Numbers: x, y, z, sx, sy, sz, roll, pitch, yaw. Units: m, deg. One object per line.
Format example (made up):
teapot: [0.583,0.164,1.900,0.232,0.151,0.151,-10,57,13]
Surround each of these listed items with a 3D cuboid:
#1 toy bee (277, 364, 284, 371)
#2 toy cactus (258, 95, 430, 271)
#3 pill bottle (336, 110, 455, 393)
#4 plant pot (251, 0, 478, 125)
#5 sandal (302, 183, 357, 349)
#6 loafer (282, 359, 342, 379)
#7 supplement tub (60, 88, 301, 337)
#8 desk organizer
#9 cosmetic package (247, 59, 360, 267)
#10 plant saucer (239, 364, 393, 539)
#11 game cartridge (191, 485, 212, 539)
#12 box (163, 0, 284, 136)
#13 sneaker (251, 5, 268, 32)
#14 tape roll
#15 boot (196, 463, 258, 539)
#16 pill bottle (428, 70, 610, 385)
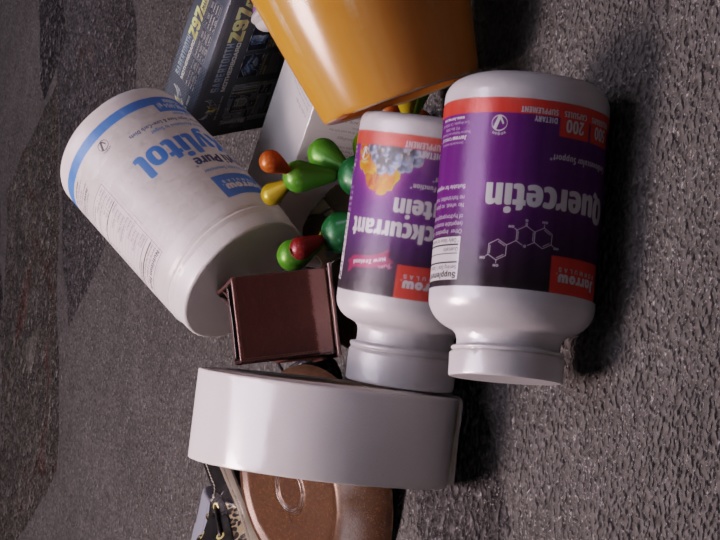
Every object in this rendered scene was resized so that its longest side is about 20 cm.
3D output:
toy bee: [-0.077,0.012,1.924,0.109,0.200,0.131,-31,12,31]
toy cactus: [0.011,-0.074,1.684,0.200,0.102,0.165,-48,51,-5]
pill bottle: [0.042,-0.013,1.568,0.111,0.111,0.201,-169,86,-70]
plant pot: [0.001,-0.215,1.587,0.200,0.200,0.184,-16,93,68]
sandal: [0.000,0.000,1.749,0.082,0.055,0.200,-44,31,12]
loafer: [-0.054,0.149,1.843,0.201,0.068,0.071,113,147,-49]
supplement tub: [-0.157,-0.053,1.825,0.200,0.132,0.132,45,130,29]
desk organizer: [-0.067,0.039,1.665,0.200,0.077,0.072,150,113,-82]
cosmetic package: [-0.036,-0.113,1.862,0.113,0.081,0.200,-108,31,-50]
plant saucer: [-0.047,0.180,1.749,0.200,0.037,0.201,16,110,52]
game cartridge: [-0.131,0.308,2.038,0.200,0.041,0.133,-135,59,-65]
box: [-0.085,-0.217,1.911,0.051,0.157,0.200,48,134,30]
sneaker: [-0.014,-0.227,1.766,0.200,0.100,0.075,-17,32,46]
tape roll: [-0.027,0.118,1.584,0.202,0.202,0.071,-179,96,-70]
boot: [-0.147,0.265,1.923,0.150,0.073,0.200,-34,47,6]
pill bottle: [0.105,-0.027,1.401,0.112,0.112,0.201,168,108,-69]
